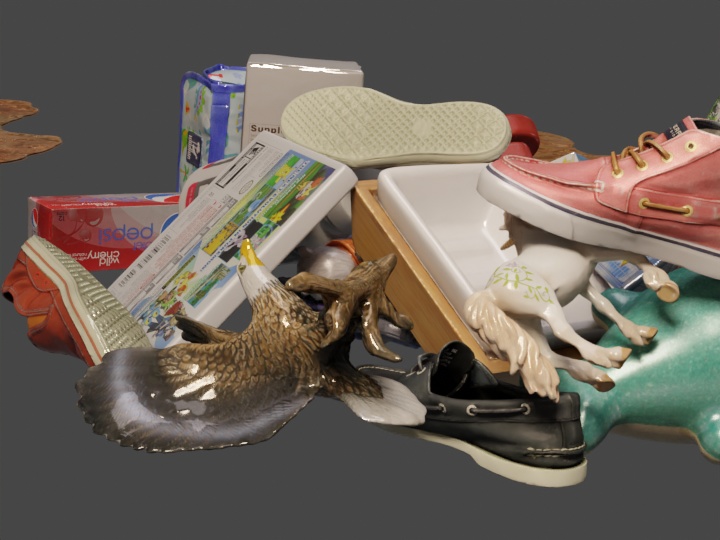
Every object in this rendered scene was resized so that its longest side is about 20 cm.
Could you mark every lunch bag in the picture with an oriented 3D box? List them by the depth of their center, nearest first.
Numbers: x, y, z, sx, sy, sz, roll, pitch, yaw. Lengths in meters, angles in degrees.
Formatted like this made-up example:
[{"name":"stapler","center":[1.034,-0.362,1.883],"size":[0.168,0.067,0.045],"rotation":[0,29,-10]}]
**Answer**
[{"name":"lunch bag","center":[-0.145,-0.141,1.548],"size":[0.127,0.171,0.200],"rotation":[6,15,3]}]

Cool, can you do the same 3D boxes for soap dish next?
[{"name":"soap dish","center":[0.095,0.007,1.038],"size":[0.157,0.081,0.200],"rotation":[-6,49,-37]}]

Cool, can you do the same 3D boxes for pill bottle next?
[{"name":"pill bottle","center":[-0.065,-0.062,1.245],"size":[0.200,0.111,0.111],"rotation":[-11,0,43]}]

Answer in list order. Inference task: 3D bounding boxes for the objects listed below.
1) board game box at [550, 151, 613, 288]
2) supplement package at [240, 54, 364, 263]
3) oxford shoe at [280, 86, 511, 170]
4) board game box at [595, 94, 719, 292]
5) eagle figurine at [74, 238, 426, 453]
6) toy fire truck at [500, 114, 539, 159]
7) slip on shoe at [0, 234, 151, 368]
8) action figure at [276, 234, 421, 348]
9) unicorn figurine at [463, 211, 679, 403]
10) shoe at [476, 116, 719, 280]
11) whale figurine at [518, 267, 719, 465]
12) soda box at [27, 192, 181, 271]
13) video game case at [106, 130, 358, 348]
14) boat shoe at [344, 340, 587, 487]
[{"name":"board game box","center":[0.216,-0.039,1.255],"size":[0.034,0.135,0.200],"rotation":[-23,-3,13]},{"name":"supplement package","center":[-0.065,-0.116,1.404],"size":[0.119,0.201,0.121],"rotation":[4,12,-4]},{"name":"oxford shoe","center":[0.029,-0.111,1.141],"size":[0.199,0.075,0.058],"rotation":[6,-19,15]},{"name":"board game box","center":[0.277,-0.027,1.045],"size":[0.199,0.200,0.062],"rotation":[9,27,-36]},{"name":"eagle figurine","center":[-0.063,0.054,0.884],"size":[0.152,0.200,0.151],"rotation":[35,35,-33]},{"name":"toy fire truck","center":[0.094,-0.058,1.316],"size":[0.167,0.112,0.200],"rotation":[-8,-27,-10]},{"name":"slip on shoe","center":[-0.213,0.040,1.007],"size":[0.074,0.061,0.200],"rotation":[36,1,-43]},{"name":"action figure","center":[0.000,0.000,1.156],"size":[0.200,0.105,0.193],"rotation":[14,7,33]},{"name":"unicorn figurine","center":[0.129,0.008,0.881],"size":[0.137,0.074,0.200],"rotation":[34,23,17]},{"name":"shoe","center":[0.181,-0.061,0.875],"size":[0.200,0.091,0.072],"rotation":[16,20,-6]},{"name":"whale figurine","center":[0.210,0.059,0.922],"size":[0.200,0.104,0.159],"rotation":[-12,48,-24]},{"name":"soda box","center":[-0.217,-0.039,1.319],"size":[0.200,0.064,0.070],"rotation":[-4,15,-32]},{"name":"video game case","center":[-0.109,-0.023,1.087],"size":[0.022,0.200,0.182],"rotation":[47,-8,-27]},{"name":"boat shoe","center":[0.066,0.081,0.895],"size":[0.074,0.066,0.199],"rotation":[-7,17,-39]}]
